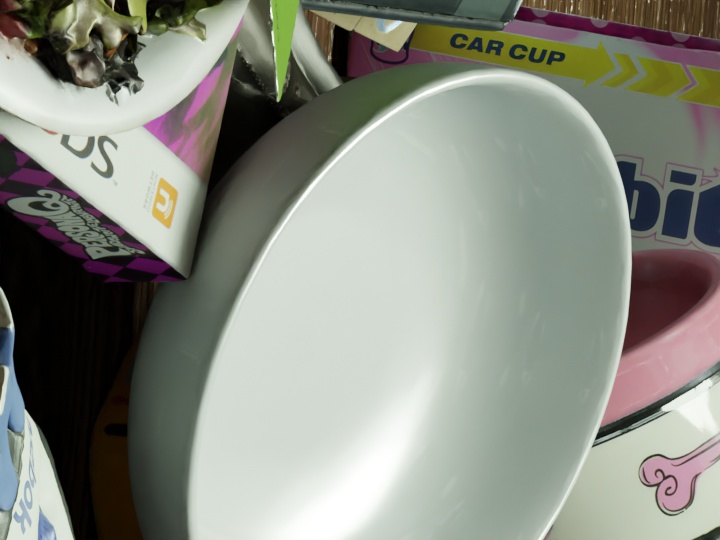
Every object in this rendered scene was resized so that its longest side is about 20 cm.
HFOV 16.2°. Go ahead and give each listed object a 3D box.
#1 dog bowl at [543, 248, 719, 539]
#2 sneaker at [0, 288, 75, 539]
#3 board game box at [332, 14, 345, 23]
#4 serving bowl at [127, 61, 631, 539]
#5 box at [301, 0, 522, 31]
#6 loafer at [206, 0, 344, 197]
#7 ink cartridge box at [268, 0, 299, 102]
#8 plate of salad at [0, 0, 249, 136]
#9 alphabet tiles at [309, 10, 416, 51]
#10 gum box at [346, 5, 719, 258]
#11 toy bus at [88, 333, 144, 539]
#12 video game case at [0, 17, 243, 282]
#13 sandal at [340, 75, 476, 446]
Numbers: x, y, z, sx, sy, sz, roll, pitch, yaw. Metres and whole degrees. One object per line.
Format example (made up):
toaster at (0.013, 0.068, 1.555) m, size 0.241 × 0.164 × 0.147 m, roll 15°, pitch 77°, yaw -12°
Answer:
dog bowl at (0.072, 0.056, 0.961) m, size 0.074 × 0.199 × 0.200 m, roll 69°, pitch 21°, yaw -12°
sneaker at (-0.109, 0.106, 0.626) m, size 0.115 × 0.080 × 0.200 m, roll 63°, pitch 34°, yaw -61°
board game box at (0.052, -0.205, 1.024) m, size 0.200 × 0.043 × 0.199 m, roll -62°, pitch 169°, yaw 19°
serving bowl at (-0.002, 0.027, 0.780) m, size 0.200 × 0.066 × 0.201 m, roll -26°, pitch 127°, yaw -41°
box at (0.034, -0.183, 0.865) m, size 0.159 × 0.046 × 0.200 m, roll 1°, pitch 123°, yaw -51°
loafer at (-0.051, -0.054, 0.808) m, size 0.071 × 0.073 × 0.201 m, roll -46°, pitch 125°, yaw -42°
ink cartridge box at (0.017, -0.145, 0.678) m, size 0.200 × 0.075 × 0.148 m, roll -80°, pitch 169°, yaw -64°
plate of salad at (-0.061, -0.133, 0.612) m, size 0.200 × 0.048 × 0.201 m, roll 2°, pitch 88°, yaw -62°
alphabet tiles at (0.006, -0.172, 0.893) m, size 0.167 × 0.008 × 0.200 m, roll -56°, pitch 147°, yaw 10°
gum box at (0.082, -0.050, 1.081) m, size 0.066 × 0.199 × 0.114 m, roll -15°, pitch 115°, yaw -62°
toy bus at (-0.046, 0.119, 0.905) m, size 0.078 × 0.065 × 0.201 m, roll -71°, pitch 160°, yaw -47°
video game case at (-0.081, -0.122, 0.663) m, size 0.181 × 0.036 × 0.201 m, roll 42°, pitch 54°, yaw -55°
sandal at (0.000, 0.000, 0.934) m, size 0.200 × 0.081 × 0.055 m, roll -115°, pitch -154°, yaw -48°
